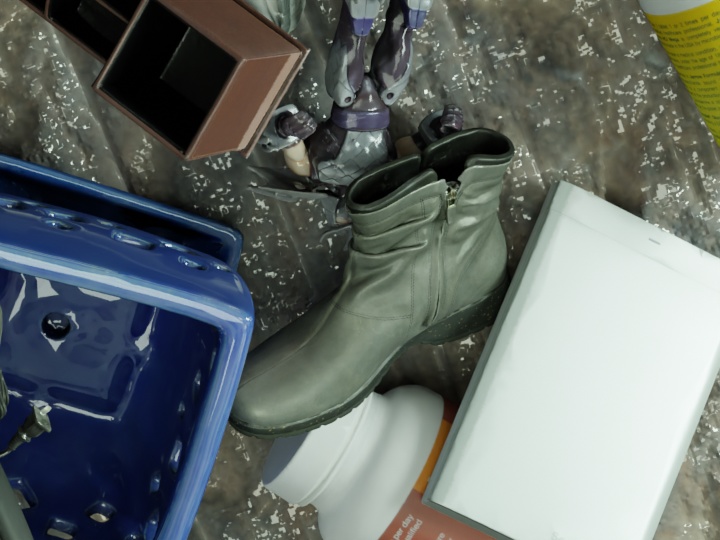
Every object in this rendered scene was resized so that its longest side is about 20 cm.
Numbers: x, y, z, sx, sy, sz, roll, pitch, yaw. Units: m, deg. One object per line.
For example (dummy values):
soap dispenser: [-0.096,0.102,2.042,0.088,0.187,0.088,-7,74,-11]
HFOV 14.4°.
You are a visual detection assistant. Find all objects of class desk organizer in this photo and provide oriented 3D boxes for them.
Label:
desk organizer: [-0.135,-0.144,1.532,0.200,0.077,0.072,37,109,15]

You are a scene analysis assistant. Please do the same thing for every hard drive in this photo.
hard drive: [0.131,0.067,1.625,0.131,0.026,0.201,26,77,-12]

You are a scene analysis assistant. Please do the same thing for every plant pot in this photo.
plant pot: [-0.174,0.052,1.597,0.199,0.180,0.201,17,112,-6]

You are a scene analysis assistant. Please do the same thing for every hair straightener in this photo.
hair straightener: [-0.200,0.072,1.495,0.076,0.041,0.201,-11,107,5]

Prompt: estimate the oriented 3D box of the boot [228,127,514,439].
boot: [0.000,0.000,1.586,0.199,0.068,0.131,-30,139,-20]

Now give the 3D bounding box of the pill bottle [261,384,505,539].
pill bottle: [0.048,0.138,1.664,0.199,0.112,0.112,30,109,-11]

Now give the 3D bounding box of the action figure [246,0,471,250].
action figure: [0.002,-0.102,1.585,0.129,0.069,0.201,-6,117,-30]

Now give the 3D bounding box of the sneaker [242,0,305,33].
sneaker: [-0.084,-0.220,1.558,0.087,0.075,0.201,-13,108,23]

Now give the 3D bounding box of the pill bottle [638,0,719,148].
pill bottle: [0.221,-0.138,1.553,0.112,0.113,0.201,-28,109,11]
